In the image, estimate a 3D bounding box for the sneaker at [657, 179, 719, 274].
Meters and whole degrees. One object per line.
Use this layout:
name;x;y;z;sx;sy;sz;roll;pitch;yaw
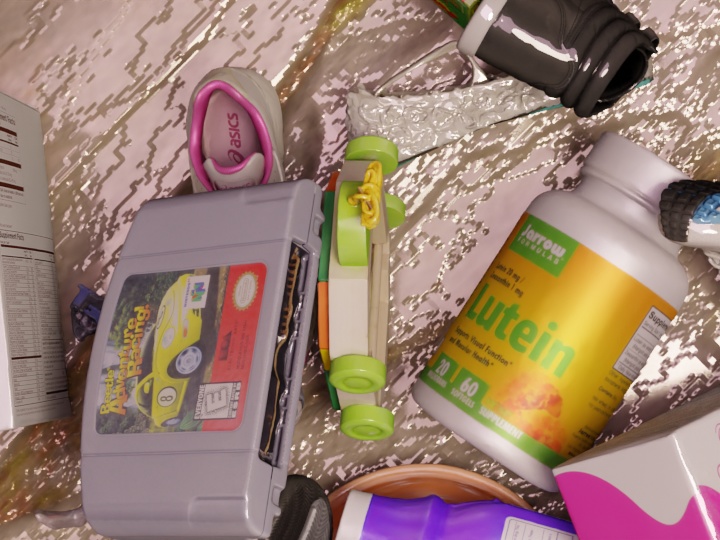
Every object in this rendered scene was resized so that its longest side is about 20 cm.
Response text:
sneaker;0.238;-0.003;1.075;0.075;0.199;0.087;25;104;43

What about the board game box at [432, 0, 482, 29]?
board game box;0.009;-0.235;1.127;0.200;0.102;0.048;42;92;4

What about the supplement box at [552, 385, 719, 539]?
supplement box;0.222;0.119;1.051;0.103;0.199;0.102;-24;86;48

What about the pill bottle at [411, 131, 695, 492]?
pill bottle;0.127;0.022;1.108;0.111;0.111;0.201;33;91;4

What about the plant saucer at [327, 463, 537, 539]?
plant saucer;0.040;0.220;1.146;0.199;0.037;0.202;0;88;5

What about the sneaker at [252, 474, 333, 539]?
sneaker;-0.093;0.205;1.119;0.115;0.075;0.201;22;99;38

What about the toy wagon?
toy wagon;0.000;0.000;1.070;0.039;0.200;0.156;0;63;6

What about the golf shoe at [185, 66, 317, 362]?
golf shoe;-0.074;-0.029;1.135;0.075;0.092;0.201;-12;89;3

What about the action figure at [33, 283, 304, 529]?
action figure;-0.108;0.091;1.101;0.200;0.105;0.194;37;90;42

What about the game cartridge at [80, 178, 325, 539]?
game cartridge;-0.091;0.049;1.018;0.133;0.041;0.201;-8;65;37

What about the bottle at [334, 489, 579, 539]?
bottle;0.083;0.180;1.093;0.199;0.065;0.084;15;85;4

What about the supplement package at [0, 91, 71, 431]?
supplement package;-0.292;0.003;1.120;0.190;0.147;0.201;-6;88;4

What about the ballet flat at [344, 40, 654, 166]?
ballet flat;0.081;-0.115;1.131;0.199;0.072;0.072;-18;87;2

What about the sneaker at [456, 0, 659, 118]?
sneaker;0.131;-0.150;1.085;0.099;0.200;0.071;35;126;2
